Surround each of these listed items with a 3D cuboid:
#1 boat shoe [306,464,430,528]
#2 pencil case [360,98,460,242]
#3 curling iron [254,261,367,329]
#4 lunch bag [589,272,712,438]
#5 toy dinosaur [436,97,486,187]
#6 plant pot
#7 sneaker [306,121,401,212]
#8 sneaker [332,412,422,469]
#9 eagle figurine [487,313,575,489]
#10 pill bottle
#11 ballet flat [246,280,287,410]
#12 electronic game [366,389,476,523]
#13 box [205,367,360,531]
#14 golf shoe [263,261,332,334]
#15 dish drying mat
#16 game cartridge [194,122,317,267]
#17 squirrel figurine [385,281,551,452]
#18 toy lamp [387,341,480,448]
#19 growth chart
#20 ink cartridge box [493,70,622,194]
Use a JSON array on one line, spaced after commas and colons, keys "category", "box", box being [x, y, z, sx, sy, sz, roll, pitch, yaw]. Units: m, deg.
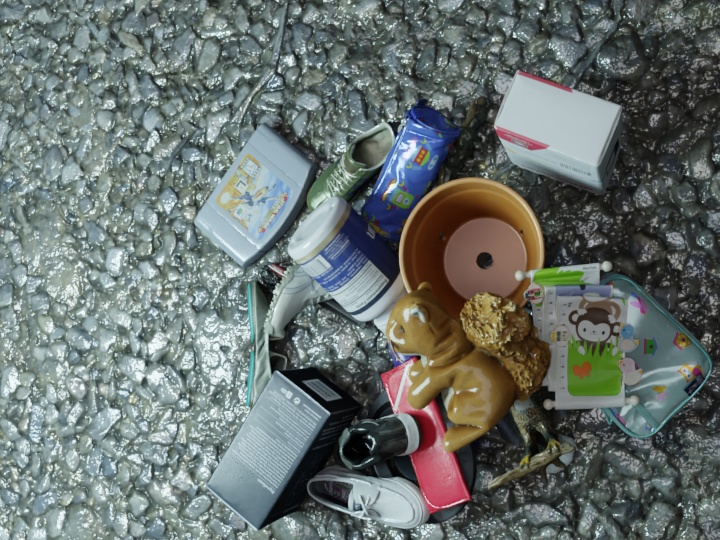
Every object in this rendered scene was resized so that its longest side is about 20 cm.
[{"category": "boat shoe", "box": [0.006, 0.326, 1.264, 0.197, 0.068, 0.074, 14, 105, 38]}, {"category": "pencil case", "box": [0.066, -0.141, 1.268, 0.085, 0.079, 0.202, 16, 120, -20]}, {"category": "curling iron", "box": [-0.077, 0.042, 1.366, 0.197, 0.026, 0.050, 24, 115, 13]}, {"category": "lunch bag", "box": [0.359, 0.118, 1.182, 0.200, 0.077, 0.161, 45, 95, 5]}, {"category": "toy dinosaur", "box": [0.121, -0.170, 1.307, 0.087, 0.047, 0.204, 21, 96, 11]}, {"category": "plant pot", "box": [0.164, -0.017, 1.233, 0.196, 0.140, 0.205, -1, 85, 17]}, {"category": "sneaker", "box": [-0.011, -0.158, 1.322, 0.199, 0.090, 0.068, -37, 78, 12]}, {"category": "sneaker", "box": [-0.002, 0.244, 1.235, 0.199, 0.089, 0.068, -31, 71, 54]}, {"category": "eagle figurine", "box": [0.224, 0.182, 1.226, 0.149, 0.152, 0.202, -1, 48, -21]}, {"category": "pill bottle", "box": [0.000, 0.000, 1.261, 0.111, 0.111, 0.200, -42, 109, 10]}, {"category": "ballet flat", "box": [-0.146, 0.118, 1.371, 0.062, 0.067, 0.205, 1, 87, -10]}, {"category": "electronic game", "box": [0.082, 0.261, 1.263, 0.197, 0.041, 0.205, 7, 100, 41]}, {"category": "box", "box": [-0.110, 0.256, 1.297, 0.106, 0.148, 0.202, 33, 96, 17]}, {"category": "golf shoe", "box": [-0.066, 0.021, 1.316, 0.096, 0.078, 0.202, 32, 76, 4]}, {"category": "dish drying mat", "box": [0.087, 0.226, 1.210, 0.076, 0.018, 0.203, -30, 72, 36]}, {"category": "game cartridge", "box": [-0.162, -0.114, 1.396, 0.133, 0.041, 0.201, 39, 98, 20]}, {"category": "squirrel figurine", "box": [0.132, 0.093, 1.110, 0.199, 0.141, 0.188, -33, 94, 25]}, {"category": "toy lamp", "box": [0.101, 0.178, 1.285, 0.058, 0.058, 0.202, -31, 79, 13]}, {"category": "growth chart", "box": [0.286, 0.086, 1.135, 0.142, 0.018, 0.204, -11, 96, 4]}, {"category": "ink cartridge box", "box": [0.269, -0.179, 1.179, 0.145, 0.200, 0.087, 23, 92, 17]}]
